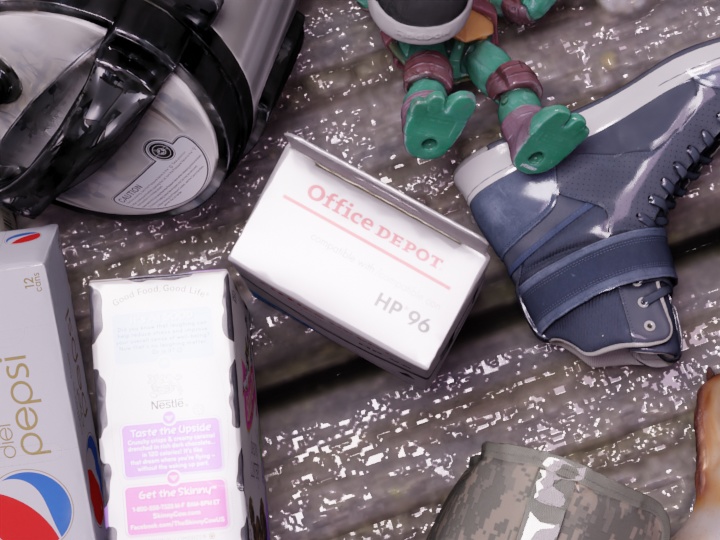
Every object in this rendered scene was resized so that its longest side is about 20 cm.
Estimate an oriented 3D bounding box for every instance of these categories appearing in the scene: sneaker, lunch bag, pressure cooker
[{"bbox_3d":[0.028,-0.224,1.032,0.073,0.112,0.201,-5,58,-8],"label":"sneaker"},{"bbox_3d":[0.077,0.177,1.019,0.117,0.200,0.165,21,83,5],"label":"lunch bag"},{"bbox_3d":[-0.128,-0.121,1.049,0.178,0.176,0.201,6,53,16],"label":"pressure cooker"},{"bbox_3d":[0.169,-0.031,1.097,0.201,0.077,0.147,-27,71,8],"label":"sneaker"}]

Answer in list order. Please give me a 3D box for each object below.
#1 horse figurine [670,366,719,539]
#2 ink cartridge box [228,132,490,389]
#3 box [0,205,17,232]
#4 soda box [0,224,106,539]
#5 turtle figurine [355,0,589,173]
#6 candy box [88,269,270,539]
[{"bbox_3d":[0.196,0.160,1.073,0.132,0.050,0.200,42,63,-12],"label":"horse figurine"},{"bbox_3d":[0.000,0.000,1.043,0.116,0.200,0.068,28,84,5],"label":"ink cartridge box"},{"bbox_3d":[-0.287,0.005,1.116,0.199,0.068,0.083,-13,83,-1],"label":"box"},{"bbox_3d":[-0.174,0.083,1.065,0.063,0.068,0.201,-8,108,0],"label":"soda box"},{"bbox_3d":[0.052,-0.143,1.101,0.149,0.101,0.201,-6,52,-8],"label":"turtle figurine"},{"bbox_3d":[-0.087,0.110,1.047,0.071,0.168,0.201,-6,83,0],"label":"candy box"}]
